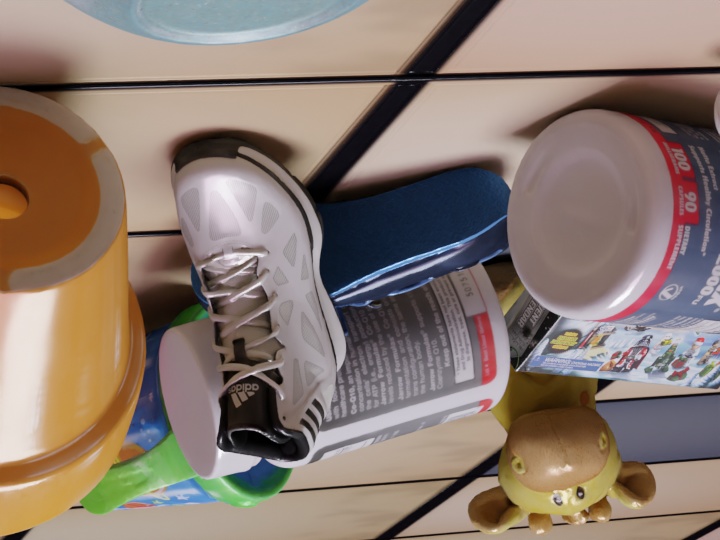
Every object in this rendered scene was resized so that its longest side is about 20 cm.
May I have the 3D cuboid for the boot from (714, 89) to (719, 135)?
[{"bbox_3d":[0.291,-0.083,1.593,0.199,0.074,0.096,-9,157,-4],"label":"boot"}]

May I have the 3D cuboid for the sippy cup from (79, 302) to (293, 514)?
[{"bbox_3d":[-0.130,0.099,1.887,0.130,0.141,0.177,-16,161,30],"label":"sippy cup"}]

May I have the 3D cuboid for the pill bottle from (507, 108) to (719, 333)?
[{"bbox_3d":[0.193,-0.024,1.665,0.199,0.120,0.119,6,159,-43],"label":"pill bottle"}]

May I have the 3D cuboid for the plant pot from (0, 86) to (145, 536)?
[{"bbox_3d":[-0.200,0.008,1.479,0.199,0.201,0.184,-3,148,-19],"label":"plant pot"}]

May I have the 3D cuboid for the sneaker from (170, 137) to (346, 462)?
[{"bbox_3d":[-0.056,0.028,1.597,0.075,0.116,0.201,-10,131,15],"label":"sneaker"}]

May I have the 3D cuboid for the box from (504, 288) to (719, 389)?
[{"bbox_3d":[0.198,0.013,1.844,0.199,0.040,0.137,6,131,-42],"label":"box"}]

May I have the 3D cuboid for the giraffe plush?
[{"bbox_3d":[0.122,0.093,1.953,0.172,0.163,0.200,-16,162,24],"label":"giraffe plush"}]

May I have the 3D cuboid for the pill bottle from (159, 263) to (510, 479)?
[{"bbox_3d":[-0.017,0.057,1.782,0.199,0.115,0.114,-15,167,-21],"label":"pill bottle"}]

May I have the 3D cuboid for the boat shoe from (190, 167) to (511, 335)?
[{"bbox_3d":[0.000,0.000,1.708,0.199,0.085,0.069,-9,153,10],"label":"boat shoe"}]

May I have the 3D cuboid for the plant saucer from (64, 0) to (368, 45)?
[{"bbox_3d":[-0.052,-0.139,1.284,0.200,0.039,0.201,-8,165,-2],"label":"plant saucer"}]
